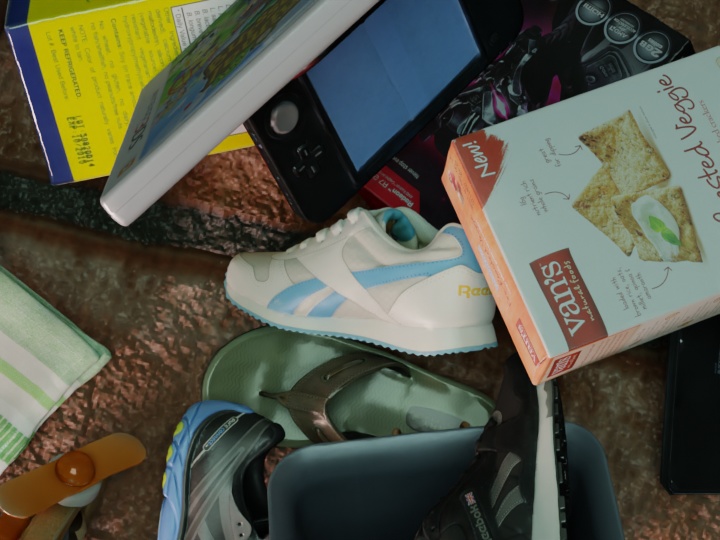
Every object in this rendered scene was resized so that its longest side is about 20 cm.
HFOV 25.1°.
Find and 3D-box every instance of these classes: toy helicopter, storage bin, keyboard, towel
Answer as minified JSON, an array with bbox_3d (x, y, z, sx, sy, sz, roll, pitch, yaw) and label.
[{"bbox_3d":[-0.189,0.164,0.944,0.079,0.200,0.133,29,103,3],"label":"toy helicopter"},{"bbox_3d":[0.049,0.178,0.973,0.199,0.135,0.146,-6,49,-1],"label":"storage bin"},{"bbox_3d":[0.255,0.046,1.018,0.126,0.021,0.201,1,103,-5],"label":"keyboard"},{"bbox_3d":[-0.263,0.091,0.988,0.200,0.153,0.023,-49,46,-3],"label":"towel"}]

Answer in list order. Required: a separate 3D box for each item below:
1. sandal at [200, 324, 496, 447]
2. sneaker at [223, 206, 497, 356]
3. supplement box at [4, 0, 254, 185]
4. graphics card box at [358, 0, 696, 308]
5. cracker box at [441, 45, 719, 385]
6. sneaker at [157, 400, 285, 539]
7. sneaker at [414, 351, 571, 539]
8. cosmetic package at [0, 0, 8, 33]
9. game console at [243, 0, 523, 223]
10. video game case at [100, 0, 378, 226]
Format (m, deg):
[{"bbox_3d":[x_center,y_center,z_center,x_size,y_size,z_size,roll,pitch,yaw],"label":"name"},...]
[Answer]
[{"bbox_3d":[-0.001,0.082,1.021,0.200,0.057,0.080,12,85,1],"label":"sandal"},{"bbox_3d":[0.000,0.000,0.984,0.199,0.076,0.081,7,98,37],"label":"sneaker"},{"bbox_3d":[-0.105,-0.141,0.994,0.199,0.110,0.109,-11,122,-1],"label":"supplement box"},{"bbox_3d":[0.103,-0.090,1.015,0.200,0.051,0.125,-47,57,-4],"label":"graphics card box"},{"bbox_3d":[0.161,-0.037,0.894,0.199,0.058,0.134,-21,73,-10],"label":"cracker box"},{"bbox_3d":[-0.083,0.182,0.995,0.082,0.071,0.201,7,94,10],"label":"sneaker"},{"bbox_3d":[0.070,0.126,0.882,0.087,0.076,0.201,-5,49,9],"label":"sneaker"},{"bbox_3d":[-0.256,-0.210,1.023,0.087,0.103,0.201,27,88,1],"label":"cosmetic package"},{"bbox_3d":[0.035,-0.129,0.902,0.200,0.173,0.119,-44,43,-16],"label":"game console"},{"bbox_3d":[-0.050,-0.125,0.841,0.200,0.182,0.022,-40,109,15],"label":"video game case"}]
